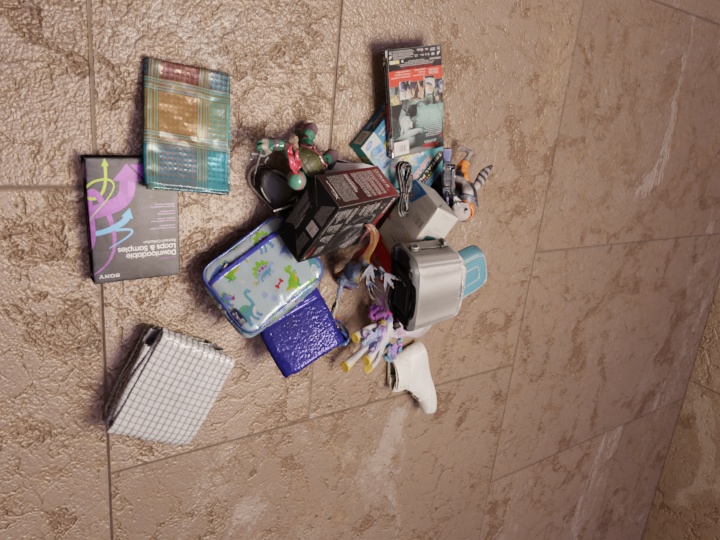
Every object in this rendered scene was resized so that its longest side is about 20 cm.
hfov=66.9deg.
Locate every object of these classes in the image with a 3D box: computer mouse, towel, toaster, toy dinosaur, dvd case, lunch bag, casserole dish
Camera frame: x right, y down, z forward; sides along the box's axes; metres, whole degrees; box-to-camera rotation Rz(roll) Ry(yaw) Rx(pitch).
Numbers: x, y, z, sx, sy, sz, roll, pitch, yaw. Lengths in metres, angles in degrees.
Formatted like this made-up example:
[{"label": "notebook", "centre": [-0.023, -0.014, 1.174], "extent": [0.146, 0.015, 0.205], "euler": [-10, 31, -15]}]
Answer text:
[{"label": "computer mouse", "centre": [0.011, -0.172, 1.082], "extent": [0.195, 0.044, 0.112], "euler": [6, 102, -10]}, {"label": "towel", "centre": [-0.349, 0.205, 0.990], "extent": [0.164, 0.085, 0.203], "euler": [28, 92, -37]}, {"label": "toaster", "centre": [0.131, 0.032, 1.087], "extent": [0.127, 0.114, 0.204], "euler": [-11, 123, -20]}, {"label": "toy dinosaur", "centre": [0.000, 0.000, 1.105], "extent": [0.103, 0.181, 0.205], "euler": [2, 99, -29]}, {"label": "dvd case", "centre": [0.108, -0.339, 1.095], "extent": [0.144, 0.022, 0.204], "euler": [-20, 115, -31]}, {"label": "towel", "centre": [-0.280, -0.229, 0.888], "extent": [0.144, 0.022, 0.205], "euler": [-1, 95, -36]}, {"label": "lunch bag", "centre": [-0.181, 0.009, 1.000], "extent": [0.199, 0.083, 0.162], "euler": [-37, 85, -20]}, {"label": "casserole dish", "centre": [0.254, 0.018, 1.380], "extent": [0.197, 0.039, 0.123], "euler": [-26, 120, -25]}, {"label": "towel", "centre": [-0.136, 0.088, 1.072], "extent": [0.146, 0.049, 0.203], "euler": [-29, 93, -18]}]

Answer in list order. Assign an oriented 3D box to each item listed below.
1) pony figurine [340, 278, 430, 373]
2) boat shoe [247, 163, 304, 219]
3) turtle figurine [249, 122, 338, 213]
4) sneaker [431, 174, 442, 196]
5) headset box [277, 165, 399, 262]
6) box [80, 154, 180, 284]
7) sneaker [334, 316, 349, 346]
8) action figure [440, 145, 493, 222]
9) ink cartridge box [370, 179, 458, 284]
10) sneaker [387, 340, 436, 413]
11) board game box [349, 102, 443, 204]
[{"label": "pony figurine", "centre": [0.054, 0.128, 1.210], "extent": [0.199, 0.166, 0.195], "euler": [-35, 153, -43]}, {"label": "boat shoe", "centre": [-0.129, -0.126, 1.036], "extent": [0.074, 0.060, 0.200], "euler": [-50, 128, -9]}, {"label": "turtle figurine", "centre": [-0.104, -0.180, 0.958], "extent": [0.152, 0.099, 0.201], "euler": [66, 29, -27]}, {"label": "sneaker", "centre": [0.142, -0.125, 1.235], "extent": [0.199, 0.060, 0.105], "euler": [-42, 129, -23]}, {"label": "headset box", "centre": [-0.032, -0.107, 0.994], "extent": [0.199, 0.078, 0.149], "euler": [-23, 161, -49]}, {"label": "box", "centre": [-0.371, -0.084, 0.894], "extent": [0.141, 0.036, 0.204], "euler": [-8, 112, -33]}, {"label": "sneaker", "centre": [-0.103, 0.124, 1.136], "extent": [0.197, 0.078, 0.077], "euler": [4, 104, -37]}, {"label": "action figure", "centre": [0.226, -0.188, 1.179], "extent": [0.202, 0.102, 0.196], "euler": [81, 22, -45]}, {"label": "ink cartridge box", "centre": [0.102, -0.072, 1.150], "extent": [0.066, 0.117, 0.201], "euler": [18, 118, -36]}, {"label": "sneaker", "centre": [0.122, 0.288, 1.368], "extent": [0.114, 0.073, 0.204], "euler": [-23, 110, -25]}, {"label": "board game box", "centre": [0.089, -0.249, 1.156], "extent": [0.152, 0.047, 0.200], "euler": [-52, 128, -8]}]
